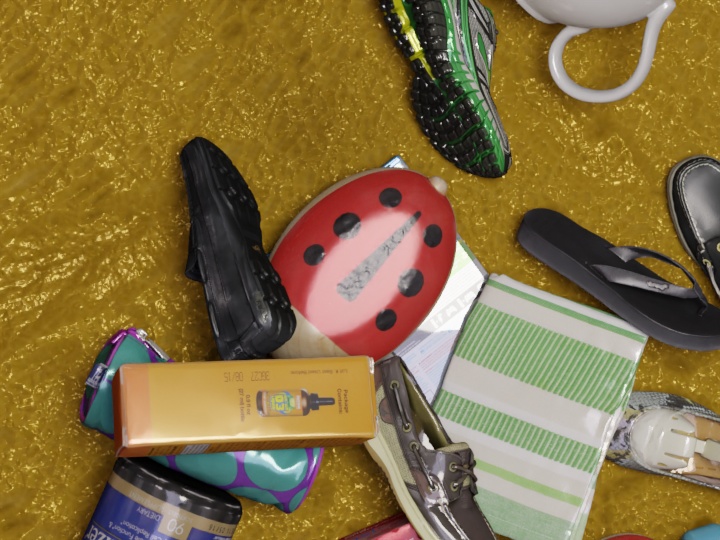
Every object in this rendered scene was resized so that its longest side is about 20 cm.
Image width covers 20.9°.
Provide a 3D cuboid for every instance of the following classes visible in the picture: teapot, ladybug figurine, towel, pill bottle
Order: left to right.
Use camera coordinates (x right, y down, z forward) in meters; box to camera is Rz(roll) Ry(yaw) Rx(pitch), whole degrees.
[{"bbox_3d":[-0.181,0.257,1.562,0.112,0.112,0.200,23,89,-5],"label":"pill bottle"},{"bbox_3d":[0.000,0.000,1.572,0.136,0.072,0.200,39,88,-4],"label":"ladybug figurine"},{"bbox_3d":[0.137,0.117,1.594,0.152,0.023,0.200,20,92,14],"label":"towel"},{"bbox_3d":[0.163,-0.266,1.560,0.146,0.200,0.197,-30,131,32],"label":"teapot"}]

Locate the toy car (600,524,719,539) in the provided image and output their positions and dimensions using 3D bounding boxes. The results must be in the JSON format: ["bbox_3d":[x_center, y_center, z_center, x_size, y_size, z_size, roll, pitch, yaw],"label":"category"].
[{"bbox_3d":[0.237,0.308,1.546,0.184,0.200,0.177,-15,93,-4],"label":"toy car"}]

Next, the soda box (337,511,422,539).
[{"bbox_3d":[-0.029,0.263,1.595,0.200,0.070,0.064,-24,93,-4],"label":"soda box"}]

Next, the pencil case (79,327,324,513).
[{"bbox_3d":[-0.126,0.120,1.577,0.200,0.085,0.093,24,101,-5],"label":"pencil case"}]

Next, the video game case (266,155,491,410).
[{"bbox_3d":[0.035,0.026,1.621,0.143,0.018,0.200,-37,94,-2],"label":"video game case"}]

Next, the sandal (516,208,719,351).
[{"bbox_3d":[0.219,0.003,1.582,0.200,0.076,0.043,30,121,11],"label":"sandal"}]

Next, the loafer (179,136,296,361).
[{"bbox_3d":[-0.113,-0.017,1.554,0.070,0.068,0.201,-31,60,19],"label":"loafer"}]

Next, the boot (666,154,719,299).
[{"bbox_3d":[0.326,-0.003,1.575,0.073,0.154,0.204,-27,94,-4],"label":"boot"}]

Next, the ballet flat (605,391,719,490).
[{"bbox_3d":[0.284,0.146,1.619,0.200,0.072,0.072,15,90,-5],"label":"ballet flat"}]

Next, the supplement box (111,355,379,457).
[{"bbox_3d":[-0.090,0.106,1.509,0.199,0.069,0.067,-1,76,-12],"label":"supplement box"}]

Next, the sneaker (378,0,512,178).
[{"bbox_3d":[0.087,-0.170,1.591,0.085,0.078,0.200,-28,107,-32],"label":"sneaker"}]

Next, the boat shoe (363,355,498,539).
[{"bbox_3d":[0.059,0.159,1.560,0.065,0.073,0.200,-40,79,20],"label":"boat shoe"}]
